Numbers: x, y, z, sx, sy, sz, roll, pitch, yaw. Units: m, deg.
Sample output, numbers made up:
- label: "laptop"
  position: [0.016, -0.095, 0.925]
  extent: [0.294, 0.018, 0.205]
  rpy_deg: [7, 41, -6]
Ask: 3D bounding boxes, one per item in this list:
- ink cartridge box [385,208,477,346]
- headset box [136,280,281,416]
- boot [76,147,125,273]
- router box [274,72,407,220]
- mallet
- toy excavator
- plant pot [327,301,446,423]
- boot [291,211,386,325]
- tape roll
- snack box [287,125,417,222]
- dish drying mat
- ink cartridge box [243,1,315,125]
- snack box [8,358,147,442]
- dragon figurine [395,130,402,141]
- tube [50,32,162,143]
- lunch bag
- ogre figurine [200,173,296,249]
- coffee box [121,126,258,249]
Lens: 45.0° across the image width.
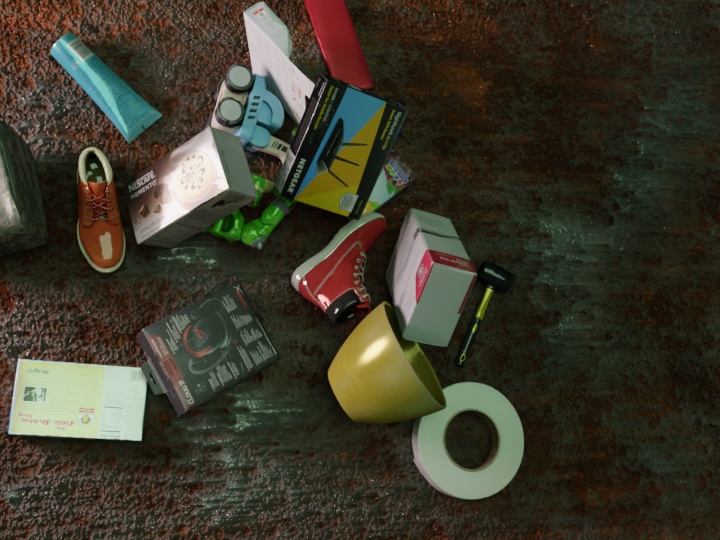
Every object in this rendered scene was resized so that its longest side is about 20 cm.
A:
- label: "ink cartridge box"
  position: [0.112, 0.008, 1.453]
  extent: [0.083, 0.200, 0.146]
  rpy_deg: [12, 117, -14]
- label: "headset box"
  position: [-0.253, 0.130, 1.401]
  extent: [0.199, 0.075, 0.149]
  rpy_deg: [-29, 86, -26]
- label: "boot"
  position: [-0.423, -0.098, 1.402]
  extent: [0.075, 0.107, 0.201]
  rpy_deg: [-9, 82, -18]
- label: "router box"
  position: [-0.032, -0.197, 1.400]
  extent: [0.149, 0.051, 0.201]
  rpy_deg: [15, 111, -25]
- label: "mallet"
  position: [0.224, 0.084, 1.575]
  extent: [0.066, 0.041, 0.201]
  rpy_deg: [19, 78, -7]
- label: "toy excavator"
  position: [-0.167, -0.235, 1.514]
  extent: [0.199, 0.100, 0.195]
  rpy_deg: [18, 75, -20]
- label: "plant pot"
  position: [0.031, 0.173, 1.437]
  extent: [0.142, 0.200, 0.201]
  rpy_deg: [-31, 87, 9]
- label: "boot"
  position: [0.000, 0.000, 1.480]
  extent: [0.200, 0.073, 0.144]
  rpy_deg: [-43, 58, -13]
- label: "tape roll"
  position: [0.187, 0.296, 1.516]
  extent: [0.202, 0.037, 0.204]
  rpy_deg: [3, 77, -15]
- label: "snack box"
  position: [-0.015, -0.200, 1.562]
  extent: [0.142, 0.053, 0.200]
  rpy_deg: [-38, 90, -18]
- label: "dish drying mat"
  position: [-0.040, -0.423, 1.623]
  extent: [0.076, 0.018, 0.201]
  rpy_deg: [-16, 84, -17]
- label: "ink cartridge box"
  position: [-0.118, -0.335, 1.476]
  extent: [0.050, 0.162, 0.200]
  rpy_deg: [-37, 68, -18]
- label: "snack box"
  position: [-0.439, 0.205, 1.365]
  extent: [0.199, 0.037, 0.117]
  rpy_deg: [6, 75, -14]
- label: "dragon figurine"
  position: [-0.026, -0.201, 1.479]
  extent: [0.199, 0.099, 0.059]
  rpy_deg: [-28, 86, -17]
- label: "tube"
  position: [-0.436, -0.314, 1.479]
  extent: [0.200, 0.050, 0.077]
  rpy_deg: [46, 75, -7]
- label: "lunch bag"
  position: [-0.596, -0.112, 1.347]
  extent: [0.167, 0.139, 0.201]
  rpy_deg: [-16, 82, -1]
- label: "ogre figurine"
  position: [-0.215, -0.109, 1.462]
  extent: [0.199, 0.098, 0.120]
  rpy_deg: [20, 78, -7]
- label: "coffee box"
  position: [-0.275, -0.128, 1.394]
  extent: [0.199, 0.080, 0.114]
  rpy_deg: [-26, 72, 24]
